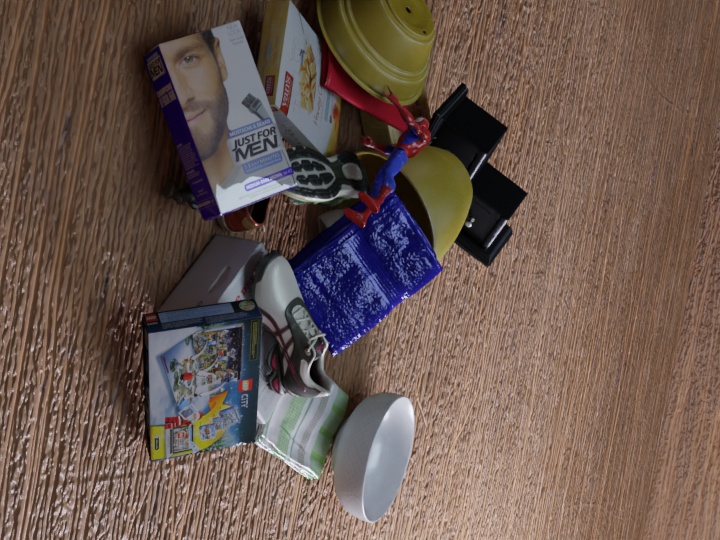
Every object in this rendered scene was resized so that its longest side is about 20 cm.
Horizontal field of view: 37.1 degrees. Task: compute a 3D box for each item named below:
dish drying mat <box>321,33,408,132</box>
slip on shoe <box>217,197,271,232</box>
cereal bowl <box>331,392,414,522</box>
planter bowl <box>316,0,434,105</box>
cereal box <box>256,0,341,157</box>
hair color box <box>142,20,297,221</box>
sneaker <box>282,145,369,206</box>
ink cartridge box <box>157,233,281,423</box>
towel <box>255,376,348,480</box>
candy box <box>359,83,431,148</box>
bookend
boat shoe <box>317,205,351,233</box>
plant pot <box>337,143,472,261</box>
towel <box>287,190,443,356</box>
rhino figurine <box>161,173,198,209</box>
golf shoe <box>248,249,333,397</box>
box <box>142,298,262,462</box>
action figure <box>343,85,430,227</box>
[{"bbox_3d":[0.009,-0.258,1.490,0.199,0.018,0.078,21,67,-54],"label":"dish drying mat"},{"bbox_3d":[-0.128,-0.145,1.382,0.074,0.060,0.203,27,74,-53],"label":"slip on shoe"},{"bbox_3d":[0.011,0.285,1.686,0.200,0.082,0.203,-44,141,-51],"label":"cereal bowl"},{"bbox_3d":[0.041,-0.333,1.454,0.199,0.083,0.203,27,46,-32],"label":"planter bowl"},{"bbox_3d":[-0.077,-0.239,1.399,0.200,0.039,0.146,41,52,-65],"label":"cereal box"},{"bbox_3d":[-0.160,-0.172,1.236,0.108,0.065,0.203,-24,96,-28],"label":"hair color box"},{"bbox_3d":[-0.067,-0.106,1.400,0.199,0.088,0.078,-2,65,-57],"label":"sneaker"},{"bbox_3d":[-0.156,0.075,1.382,0.146,0.082,0.201,-57,141,-31],"label":"ink cartridge box"},{"bbox_3d":[-0.084,0.213,1.582,0.200,0.030,0.151,47,61,-51],"label":"towel"},{"bbox_3d":[0.046,-0.277,1.613,0.115,0.055,0.202,-45,134,-40],"label":"candy box"},{"bbox_3d":[0.176,-0.143,1.653,0.092,0.199,0.199,-48,173,-38],"label":"bookend"},{"bbox_3d":[-0.037,0.008,1.574,0.069,0.071,0.203,-12,115,-26],"label":"boat shoe"},{"bbox_3d":[0.081,-0.103,1.564,0.141,0.199,0.203,-29,124,-34],"label":"plant pot"},{"bbox_3d":[0.000,0.000,1.435,0.199,0.050,0.148,-38,100,-4],"label":"towel"},{"bbox_3d":[-0.171,-0.165,1.313,0.087,0.059,0.203,33,70,-51],"label":"rhino figurine"},{"bbox_3d":[-0.080,0.068,1.343,0.077,0.087,0.203,-40,129,-44],"label":"golf shoe"},{"bbox_3d":[-0.190,0.133,1.284,0.134,0.038,0.202,-8,127,-21],"label":"box"},{"bbox_3d":[0.026,-0.159,1.407,0.099,0.065,0.200,43,50,-6],"label":"action figure"}]
